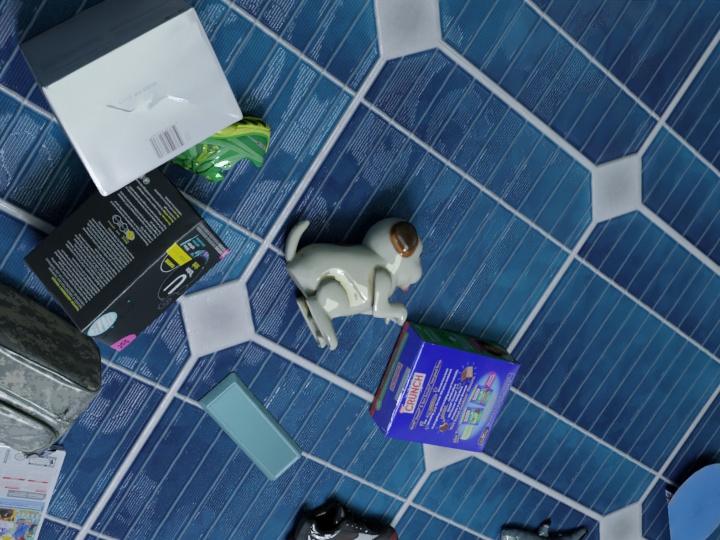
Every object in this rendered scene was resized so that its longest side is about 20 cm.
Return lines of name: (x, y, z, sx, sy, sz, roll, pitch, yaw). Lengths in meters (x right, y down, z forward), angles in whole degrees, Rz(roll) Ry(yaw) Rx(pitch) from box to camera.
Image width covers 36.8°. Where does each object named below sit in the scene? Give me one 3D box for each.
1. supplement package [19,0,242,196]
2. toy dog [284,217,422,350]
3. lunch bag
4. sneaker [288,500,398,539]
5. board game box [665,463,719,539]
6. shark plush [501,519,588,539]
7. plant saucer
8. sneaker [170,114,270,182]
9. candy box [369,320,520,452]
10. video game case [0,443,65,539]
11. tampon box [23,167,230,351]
supplement package: (-0.274, -0.223, 1.279, 0.189, 0.200, 0.149, -30, 122, -10)
toy dog: (0.000, 0.000, 1.567, 0.198, 0.140, 0.196, -26, 84, -12)
lunch bag: (-0.452, 0.141, 1.395, 0.199, 0.140, 0.168, 35, 110, -33)
sneaker: (-0.021, 0.425, 1.762, 0.197, 0.071, 0.100, 4, 112, -26)
board game box: (0.655, 0.457, 2.132, 0.156, 0.039, 0.203, -29, 126, -18)
shark plush: (0.346, 0.499, 1.982, 0.196, 0.091, 0.085, -6, 84, -19)
plant saucer: (-0.162, 0.243, 1.646, 0.070, 0.019, 0.201, -40, 124, -6)
sneaker: (-0.209, -0.154, 1.416, 0.197, 0.074, 0.085, -8, 111, -23)
candy box: (0.134, 0.189, 1.733, 0.197, 0.077, 0.172, 15, 106, -31)
video game case: (-0.509, 0.328, 1.511, 0.141, 0.018, 0.203, 14, 104, -31)
tampon box: (-0.290, -0.019, 1.367, 0.200, 0.126, 0.150, -43, 166, -4)
